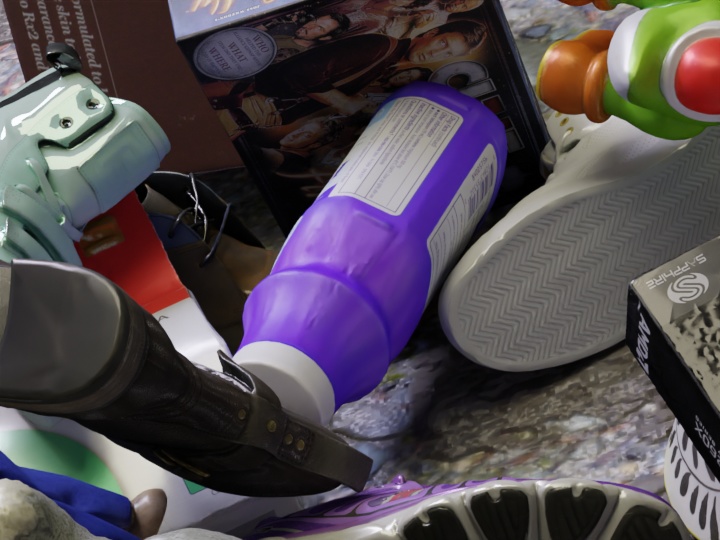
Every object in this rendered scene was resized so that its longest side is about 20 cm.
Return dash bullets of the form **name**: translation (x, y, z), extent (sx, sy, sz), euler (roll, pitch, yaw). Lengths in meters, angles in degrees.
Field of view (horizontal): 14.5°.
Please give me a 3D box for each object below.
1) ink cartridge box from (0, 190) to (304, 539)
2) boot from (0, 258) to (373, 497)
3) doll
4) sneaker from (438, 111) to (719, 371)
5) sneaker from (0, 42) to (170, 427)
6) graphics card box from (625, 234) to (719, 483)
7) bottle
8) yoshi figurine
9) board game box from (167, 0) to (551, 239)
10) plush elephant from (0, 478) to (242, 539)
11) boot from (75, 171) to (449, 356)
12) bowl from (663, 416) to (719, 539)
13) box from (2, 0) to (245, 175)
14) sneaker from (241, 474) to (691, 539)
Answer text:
- **ink cartridge box**: translation (-0.135, 0.055, 1.202), extent (0.161, 0.050, 0.200), euler (-25, 61, -7)
- **boot**: translation (-0.113, 0.041, 1.071), extent (0.200, 0.174, 0.069), euler (15, 79, 32)
- **doll**: translation (-0.162, 0.078, 1.056), extent (0.048, 0.200, 0.136), euler (-61, 24, 12)
- **sneaker**: translation (0.100, -0.024, 1.265), extent (0.200, 0.074, 0.116), euler (-32, 19, -19)
- **sneaker**: translation (-0.130, -0.023, 1.202), extent (0.118, 0.074, 0.200), euler (-30, 40, -3)
- **graphics card box**: translation (0.191, 0.062, 0.957), extent (0.125, 0.051, 0.200), euler (-28, 64, -10)
- **bottle**: translation (0.000, 0.000, 1.199), extent (0.065, 0.084, 0.200), euler (26, 42, 7)
- **yoshi figurine**: translation (0.178, -0.090, 1.156), extent (0.200, 0.112, 0.112), euler (19, 75, 34)
- **board game box**: translation (0.007, -0.081, 1.287), extent (0.135, 0.200, 0.035), euler (-17, 57, 7)
- **plush elephant**: translation (-0.039, 0.173, 0.889), extent (0.200, 0.165, 0.155), euler (11, 5, -10)
- **boot**: translation (-0.064, 0.000, 1.290), extent (0.200, 0.097, 0.075), euler (-13, 27, 13)
- **bowl**: translation (0.200, 0.020, 1.079), extent (0.201, 0.094, 0.201), euler (-17, 27, 9)
- **box**: translation (-0.065, -0.154, 1.448), extent (0.164, 0.166, 0.200), euler (-7, 16, 24)
- **sneaker**: translation (0.031, 0.102, 1.071), extent (0.200, 0.081, 0.083), euler (-7, 24, 25)
